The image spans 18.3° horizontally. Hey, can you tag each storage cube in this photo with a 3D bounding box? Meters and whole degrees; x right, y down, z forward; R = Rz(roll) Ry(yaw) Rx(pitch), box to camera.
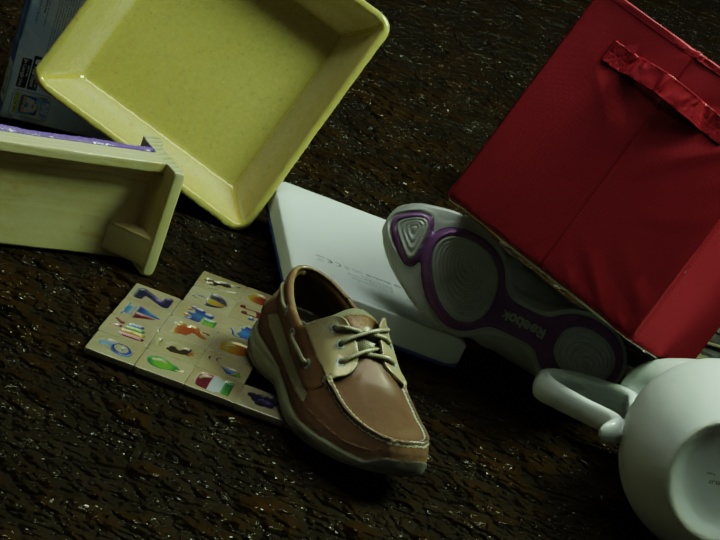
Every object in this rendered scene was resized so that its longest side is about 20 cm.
[{"bbox_3d":[0.197,-0.057,1.544,0.171,0.180,0.200,39,4,21],"label":"storage cube"}]

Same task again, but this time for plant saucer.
[{"bbox_3d":[-0.112,-0.165,1.707,0.200,0.200,0.048,36,-2,-4],"label":"plant saucer"}]

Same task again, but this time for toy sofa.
[{"bbox_3d":[-0.230,-0.061,1.517,0.199,0.083,0.098,7,24,-32],"label":"toy sofa"}]

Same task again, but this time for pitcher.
[{"bbox_3d":[0.198,0.107,1.435,0.171,0.122,0.200,11,9,-2],"label":"pitcher"}]

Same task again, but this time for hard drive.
[{"bbox_3d":[0.000,0.000,1.641,0.131,0.025,0.200,20,19,-14],"label":"hard drive"}]

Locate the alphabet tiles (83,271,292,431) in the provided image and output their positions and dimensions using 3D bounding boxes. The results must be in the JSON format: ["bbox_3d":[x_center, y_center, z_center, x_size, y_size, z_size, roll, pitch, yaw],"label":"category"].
[{"bbox_3d":[-0.080,0.049,1.478,0.166,0.008,0.200,20,19,3],"label":"alphabet tiles"}]

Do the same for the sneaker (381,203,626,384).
[{"bbox_3d":[0.092,0.024,1.586,0.200,0.075,0.100,37,-4,-12],"label":"sneaker"}]

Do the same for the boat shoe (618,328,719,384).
[{"bbox_3d":[0.251,0.048,1.694,0.074,0.074,0.200,30,22,28],"label":"boat shoe"}]

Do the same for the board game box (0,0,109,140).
[{"bbox_3d":[-0.165,-0.196,1.765,0.198,0.201,0.043,13,15,-18],"label":"board game box"}]

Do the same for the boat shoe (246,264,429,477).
[{"bbox_3d":[-0.013,0.059,1.391,0.075,0.072,0.200,6,23,-33],"label":"boat shoe"}]
